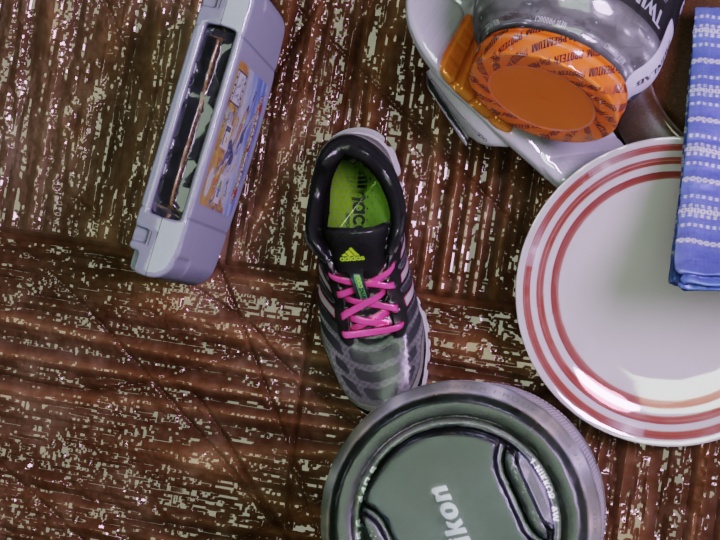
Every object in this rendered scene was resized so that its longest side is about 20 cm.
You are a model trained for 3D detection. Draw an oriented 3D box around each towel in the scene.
[{"bbox_3d":[0.264,-0.077,0.978,0.144,0.024,0.200,1,65,20],"label":"towel"}]

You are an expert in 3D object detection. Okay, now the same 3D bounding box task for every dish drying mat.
[{"bbox_3d":[0.257,-0.021,1.058,0.200,0.018,0.077,-16,82,8],"label":"dish drying mat"}]

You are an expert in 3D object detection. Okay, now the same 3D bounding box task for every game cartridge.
[{"bbox_3d":[-0.097,-0.089,1.066,0.041,0.133,0.200,16,89,11],"label":"game cartridge"}]

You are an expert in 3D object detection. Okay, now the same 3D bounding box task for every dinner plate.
[{"bbox_3d":[0.199,0.014,1.042,0.200,0.024,0.201,1,100,6],"label":"dinner plate"}]

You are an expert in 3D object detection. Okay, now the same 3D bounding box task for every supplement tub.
[{"bbox_3d":[0.145,-0.188,1.011,0.122,0.123,0.200,18,69,11],"label":"supplement tub"}]

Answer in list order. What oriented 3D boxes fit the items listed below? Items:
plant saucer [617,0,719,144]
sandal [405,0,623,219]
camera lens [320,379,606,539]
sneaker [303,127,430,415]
[{"bbox_3d":[0.259,-0.137,1.053,0.200,0.032,0.201,-2,80,11],"label":"plant saucer"},{"bbox_3d":[0.095,-0.104,1.069,0.207,0.059,0.079,47,56,-7],"label":"sandal"},{"bbox_3d":[0.068,0.147,0.985,0.160,0.200,0.160,-1,85,9],"label":"camera lens"},{"bbox_3d":[0.000,0.000,1.066,0.074,0.087,0.200,-6,85,9],"label":"sneaker"}]
